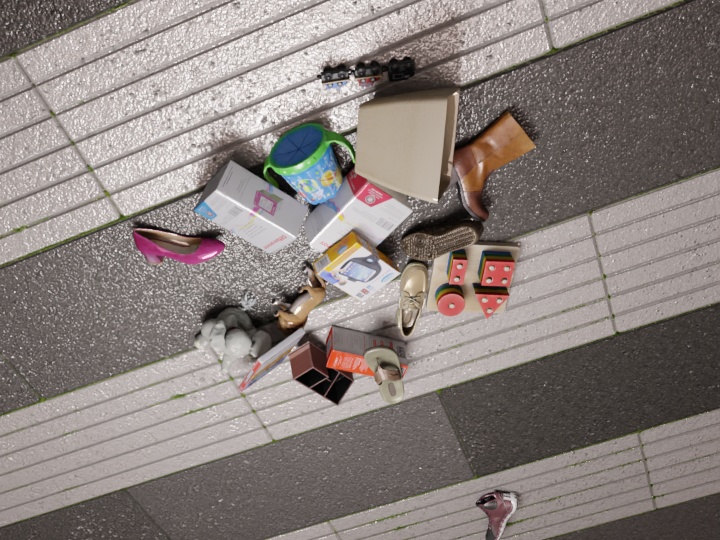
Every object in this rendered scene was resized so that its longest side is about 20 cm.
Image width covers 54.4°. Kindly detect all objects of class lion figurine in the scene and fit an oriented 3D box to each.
[{"bbox_3d":[-0.138,0.080,1.698,0.200,0.073,0.122,-41,135,15],"label":"lion figurine"}]

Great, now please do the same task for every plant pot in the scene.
[{"bbox_3d":[0.091,-0.261,1.395,0.176,0.200,0.201,8,110,12],"label":"plant pot"}]

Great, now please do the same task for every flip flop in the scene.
[{"bbox_3d":[0.064,0.261,1.719,0.081,0.058,0.201,-13,124,5],"label":"flip flop"}]

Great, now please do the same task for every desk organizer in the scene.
[{"bbox_3d":[-0.094,0.267,1.793,0.072,0.077,0.200,-32,137,18],"label":"desk organizer"}]

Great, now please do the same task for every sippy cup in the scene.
[{"bbox_3d":[-0.103,-0.215,1.470,0.177,0.140,0.130,13,150,40],"label":"sippy cup"}]

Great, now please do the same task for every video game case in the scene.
[{"bbox_3d":[-0.219,0.221,1.718,0.017,0.143,0.200,49,143,8],"label":"video game case"}]

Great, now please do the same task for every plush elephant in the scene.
[{"bbox_3d":[-0.306,0.172,1.699,0.164,0.155,0.200,20,122,-16],"label":"plush elephant"}]

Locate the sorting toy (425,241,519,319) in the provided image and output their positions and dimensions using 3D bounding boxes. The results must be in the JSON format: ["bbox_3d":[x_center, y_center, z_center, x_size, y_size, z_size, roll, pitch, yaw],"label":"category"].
[{"bbox_3d":[0.272,0.032,1.689,0.199,0.070,0.200,2,124,-5],"label":"sorting toy"}]

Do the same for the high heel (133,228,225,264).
[{"bbox_3d":[-0.411,-0.066,1.586,0.199,0.068,0.096,-2,136,14],"label":"high heel"}]

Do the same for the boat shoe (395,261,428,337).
[{"bbox_3d":[0.127,0.073,1.711,0.072,0.065,0.201,6,124,-7],"label":"boat shoe"}]

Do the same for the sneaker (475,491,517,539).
[{"bbox_3d":[0.405,0.766,2.205,0.115,0.076,0.201,17,111,-9],"label":"sneaker"}]

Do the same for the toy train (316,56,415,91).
[{"bbox_3d":[0.012,-0.392,1.408,0.199,0.034,0.046,-7,137,0],"label":"toy train"}]

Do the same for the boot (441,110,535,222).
[{"bbox_3d":[0.292,-0.223,1.536,0.200,0.069,0.188,-35,112,11],"label":"boot"}]

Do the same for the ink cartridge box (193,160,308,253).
[{"bbox_3d":[-0.233,-0.130,1.505,0.200,0.085,0.144,32,153,-21],"label":"ink cartridge box"}]

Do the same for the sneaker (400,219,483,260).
[{"bbox_3d":[0.191,-0.071,1.610,0.199,0.075,0.071,-8,105,35],"label":"sneaker"}]

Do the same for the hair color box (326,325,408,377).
[{"bbox_3d":[0.015,0.211,1.778,0.199,0.102,0.061,13,122,-11],"label":"hair color box"}]

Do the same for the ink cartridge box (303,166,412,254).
[{"bbox_3d":[-0.008,-0.119,1.543,0.147,0.086,0.200,28,121,-38],"label":"ink cartridge box"}]

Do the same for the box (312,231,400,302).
[{"bbox_3d":[0.000,0.000,1.580,0.119,0.042,0.200,-38,138,18],"label":"box"}]
